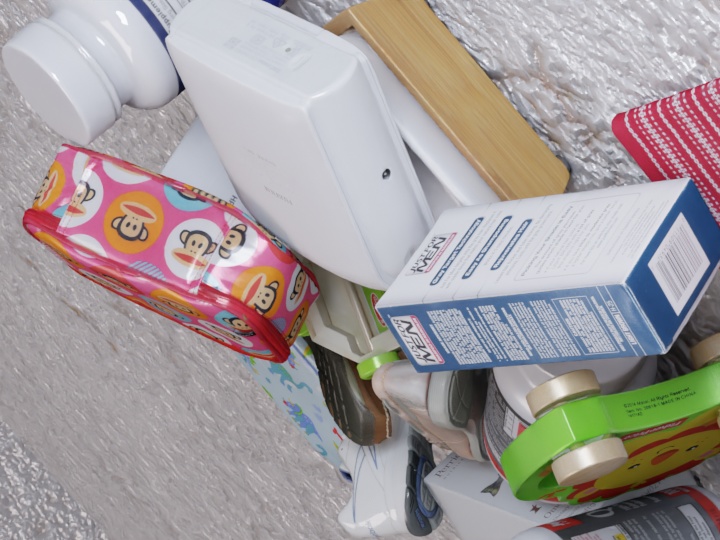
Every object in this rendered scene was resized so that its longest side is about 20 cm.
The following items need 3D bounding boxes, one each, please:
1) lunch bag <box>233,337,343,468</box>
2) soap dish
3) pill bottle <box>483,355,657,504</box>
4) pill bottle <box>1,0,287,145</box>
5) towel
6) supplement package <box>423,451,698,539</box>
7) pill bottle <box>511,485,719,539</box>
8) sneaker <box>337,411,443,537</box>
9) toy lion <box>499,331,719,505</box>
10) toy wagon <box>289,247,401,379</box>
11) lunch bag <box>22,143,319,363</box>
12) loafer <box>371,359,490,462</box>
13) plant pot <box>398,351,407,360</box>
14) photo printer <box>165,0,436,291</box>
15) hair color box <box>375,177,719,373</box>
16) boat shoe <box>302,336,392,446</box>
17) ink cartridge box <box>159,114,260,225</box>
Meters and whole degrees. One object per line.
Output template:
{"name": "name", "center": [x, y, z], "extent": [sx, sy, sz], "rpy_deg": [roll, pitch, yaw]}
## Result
{"name": "lunch bag", "center": [-0.025, 0.091, 2.151], "extent": [0.200, 0.082, 0.161], "rpy_deg": [49, 162, -4]}
{"name": "soap dish", "center": [0.043, -0.093, 1.645], "extent": [0.200, 0.081, 0.157], "rpy_deg": [50, 161, -5]}
{"name": "pill bottle", "center": [0.148, 0.078, 1.704], "extent": [0.116, 0.116, 0.200], "rpy_deg": [41, 160, 18]}
{"name": "pill bottle", "center": [-0.148, -0.183, 1.694], "extent": [0.120, 0.200, 0.120], "rpy_deg": [41, 160, 18]}
{"name": "towel", "center": [0.234, -0.051, 1.412], "extent": [0.145, 0.022, 0.200], "rpy_deg": [50, 160, -9]}
{"name": "supplement package", "center": [0.166, 0.187, 1.880], "extent": [0.200, 0.117, 0.117], "rpy_deg": [14, 142, 57]}
{"name": "pill bottle", "center": [0.166, 0.227, 1.692], "extent": [0.116, 0.200, 0.116], "rpy_deg": [35, 131, 54]}
{"name": "sneaker", "center": [0.022, 0.131, 1.985], "extent": [0.087, 0.200, 0.075], "rpy_deg": [-15, 135, 26]}
{"name": "toy lion", "center": [0.179, 0.112, 1.601], "extent": [0.069, 0.200, 0.192], "rpy_deg": [69, 154, 18]}
{"name": "toy wagon", "center": [0.000, 0.000, 1.789], "extent": [0.200, 0.040, 0.155], "rpy_deg": [-27, 77, 29]}
{"name": "lunch bag", "center": [-0.130, -0.009, 1.732], "extent": [0.200, 0.082, 0.176], "rpy_deg": [24, 171, 16]}
{"name": "loafer", "center": [0.062, 0.096, 1.799], "extent": [0.063, 0.072, 0.200], "rpy_deg": [8, 168, 17]}
{"name": "plant pot", "center": [0.035, 0.019, 1.868], "extent": [0.201, 0.093, 0.201], "rpy_deg": [42, 160, 19]}
{"name": "photo printer", "center": [-0.034, -0.078, 1.608], "extent": [0.166, 0.069, 0.200], "rpy_deg": [30, 154, 42]}
{"name": "hair color box", "center": [0.117, 0.005, 1.496], "extent": [0.200, 0.100, 0.061], "rpy_deg": [-6, 126, 43]}
{"name": "boat shoe", "center": [-0.003, 0.054, 1.964], "extent": [0.076, 0.074, 0.200], "rpy_deg": [91, 163, -45]}
{"name": "ink cartridge box", "center": [-0.098, -0.067, 1.879], "extent": [0.085, 0.145, 0.200], "rpy_deg": [30, 159, 2]}
